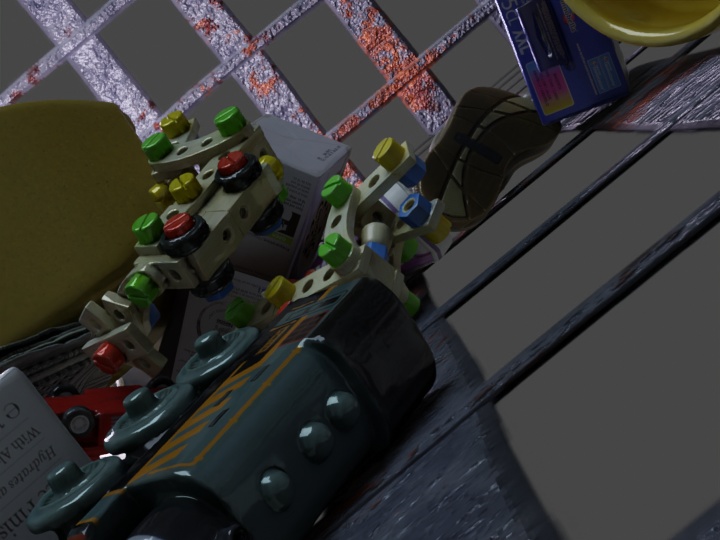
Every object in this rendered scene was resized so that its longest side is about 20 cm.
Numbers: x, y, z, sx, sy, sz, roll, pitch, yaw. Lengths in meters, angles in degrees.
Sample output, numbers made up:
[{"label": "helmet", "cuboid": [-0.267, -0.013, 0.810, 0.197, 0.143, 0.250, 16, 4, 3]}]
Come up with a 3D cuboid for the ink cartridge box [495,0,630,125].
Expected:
[{"label": "ink cartridge box", "cuboid": [0.154, -0.196, 1.067, 0.076, 0.137, 0.200, -20, 10, 13]}]

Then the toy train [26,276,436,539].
[{"label": "toy train", "cuboid": [-0.051, 0.077, 0.570, 0.113, 0.086, 0.200, -23, 15, 40]}]

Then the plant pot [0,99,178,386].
[{"label": "plant pot", "cuboid": [-0.234, -0.015, 1.051, 0.199, 0.196, 0.194, -31, -18, -11]}]

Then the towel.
[{"label": "towel", "cuboid": [-0.249, 0.111, 0.969, 0.192, 0.035, 0.200, -21, -26, -50]}]

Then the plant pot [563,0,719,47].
[{"label": "plant pot", "cuboid": [0.242, -0.270, 0.924, 0.188, 0.202, 0.200, -24, -6, -38]}]

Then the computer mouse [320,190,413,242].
[{"label": "computer mouse", "cuboid": [-0.024, -0.037, 1.142, 0.198, 0.034, 0.059, -11, 31, 4]}]

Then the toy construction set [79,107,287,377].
[{"label": "toy construction set", "cuboid": [-0.118, -0.027, 0.900, 0.130, 0.092, 0.201, -1, 55, 40]}]

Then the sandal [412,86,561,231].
[{"label": "sandal", "cuboid": [0.090, -0.082, 1.056, 0.200, 0.080, 0.054, -51, -10, -46]}]

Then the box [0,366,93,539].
[{"label": "box", "cuboid": [-0.222, 0.176, 0.638, 0.199, 0.131, 0.200, -43, 7, -39]}]

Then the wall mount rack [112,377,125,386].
[{"label": "wall mount rack", "cuboid": [-0.250, 0.159, 1.221, 0.074, 0.176, 0.200, 1, -7, -15]}]

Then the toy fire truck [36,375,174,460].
[{"label": "toy fire truck", "cuboid": [-0.196, 0.148, 0.889, 0.198, 0.142, 0.049, -3, 18, -24]}]

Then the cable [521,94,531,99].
[{"label": "cable", "cuboid": [0.107, -0.093, 1.276, 0.098, 0.050, 0.200, -59, -2, -18]}]

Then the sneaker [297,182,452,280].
[{"label": "sneaker", "cuboid": [0.000, 0.001, 0.992, 0.114, 0.073, 0.200, -47, -1, -10]}]

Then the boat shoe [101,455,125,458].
[{"label": "boat shoe", "cuboid": [-0.224, 0.178, 1.065, 0.200, 0.060, 0.072, -38, 5, 25]}]

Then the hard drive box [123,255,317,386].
[{"label": "hard drive box", "cuboid": [-0.128, 0.024, 1.239, 0.200, 0.076, 0.157, -43, -29, -34]}]

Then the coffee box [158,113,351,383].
[{"label": "coffee box", "cuboid": [-0.084, -0.008, 1.068, 0.113, 0.079, 0.201, -52, -17, -70]}]

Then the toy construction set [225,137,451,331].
[{"label": "toy construction set", "cuboid": [-0.027, 0.013, 0.884, 0.200, 0.092, 0.132, -46, 23, 49]}]
